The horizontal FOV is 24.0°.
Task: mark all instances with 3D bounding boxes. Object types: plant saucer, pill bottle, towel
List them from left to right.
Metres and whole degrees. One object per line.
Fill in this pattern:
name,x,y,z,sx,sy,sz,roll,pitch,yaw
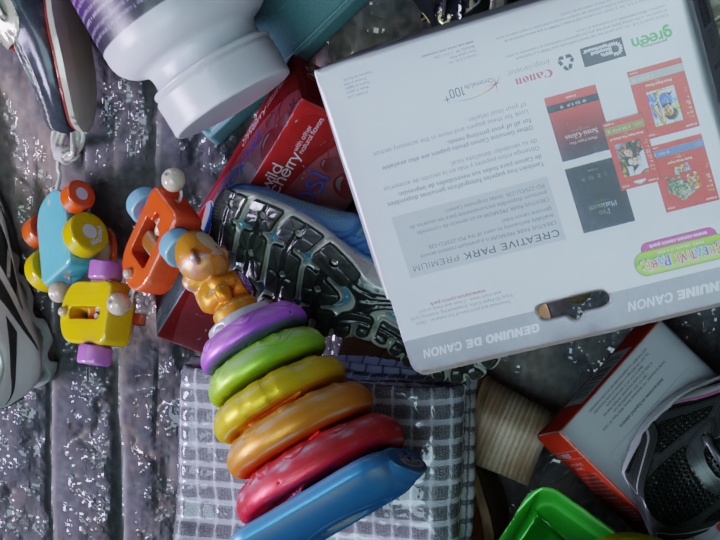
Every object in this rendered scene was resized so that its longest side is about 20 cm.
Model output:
pill bottle,-0.128,-0.188,1.045,0.111,0.111,0.200,-31,89,25
plant saucer,-0.053,-0.166,1.094,0.200,0.019,0.070,-41,93,25
towel,-0.028,0.139,1.082,0.199,0.086,0.166,3,100,15

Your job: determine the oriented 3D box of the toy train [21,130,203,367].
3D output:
toy train,-0.158,-0.021,1.123,0.200,0.055,0.151,42,114,49

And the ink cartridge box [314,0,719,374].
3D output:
ink cartridge box,0.100,-0.056,0.901,0.199,0.084,0.176,-13,100,20

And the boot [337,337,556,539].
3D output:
boot,0.031,0.149,1.150,0.154,0.074,0.201,21,103,9

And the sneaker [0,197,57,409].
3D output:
sneaker,-0.284,0.006,1.193,0.074,0.089,0.201,-21,100,25

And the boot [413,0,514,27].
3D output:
boot,0.017,-0.185,1.009,0.153,0.074,0.204,5,125,6

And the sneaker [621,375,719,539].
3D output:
sneaker,0.242,0.083,0.997,0.200,0.086,0.080,-38,87,-10

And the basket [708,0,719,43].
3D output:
basket,0.181,-0.113,0.976,0.135,0.123,0.201,-15,102,21

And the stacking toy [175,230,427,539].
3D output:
stacking toy,-0.055,0.061,0.997,0.110,0.116,0.200,-31,76,10

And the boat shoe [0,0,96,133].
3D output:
boat shoe,-0.225,-0.183,1.111,0.062,0.071,0.201,-15,98,7

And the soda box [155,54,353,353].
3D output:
soda box,-0.061,-0.036,1.105,0.070,0.064,0.200,23,117,-22

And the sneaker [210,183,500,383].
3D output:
sneaker,0.000,0.000,1.054,0.199,0.090,0.079,25,121,0

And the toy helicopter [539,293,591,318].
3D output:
toy helicopter,0.064,-0.041,1.011,0.200,0.132,0.079,33,117,-19

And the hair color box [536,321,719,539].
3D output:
hair color box,0.219,0.137,1.061,0.200,0.061,0.102,45,78,0

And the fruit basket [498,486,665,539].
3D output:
fruit basket,0.153,0.224,0.991,0.215,0.216,0.156,32,95,5
